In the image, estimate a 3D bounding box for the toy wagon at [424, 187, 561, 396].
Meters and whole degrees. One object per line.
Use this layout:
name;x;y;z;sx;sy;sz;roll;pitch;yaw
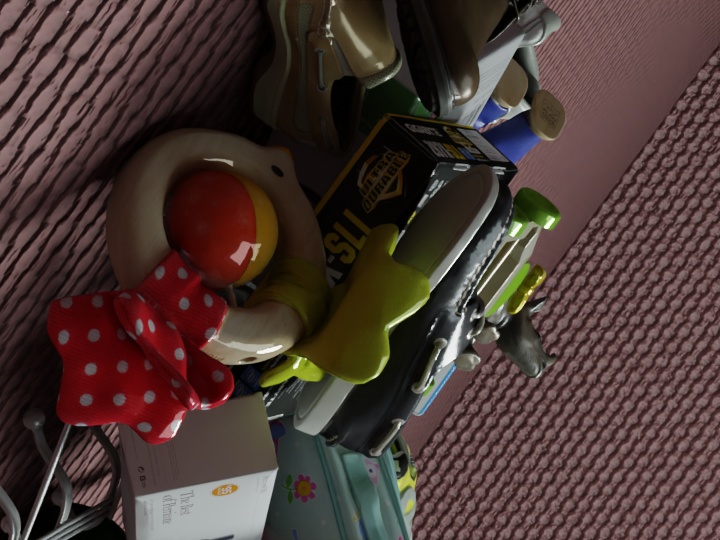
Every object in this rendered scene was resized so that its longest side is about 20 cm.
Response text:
toy wagon;0.066;0.014;1.092;0.155;0.040;0.200;-54;165;18

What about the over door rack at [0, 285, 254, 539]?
over door rack;-0.158;0.082;0.996;0.200;0.066;0.148;-56;171;16

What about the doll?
doll;0.056;-0.077;1.238;0.200;0.136;0.049;-28;-145;41

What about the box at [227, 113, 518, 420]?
box;0.000;0.000;1.039;0.200;0.049;0.160;-53;166;15

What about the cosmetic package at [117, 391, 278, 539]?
cosmetic package;-0.098;0.134;1.003;0.082;0.051;0.200;-12;158;-12

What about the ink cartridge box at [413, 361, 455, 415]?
ink cartridge box;0.055;0.004;1.439;0.145;0.083;0.200;-57;-169;21

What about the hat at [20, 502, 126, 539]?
hat;-0.191;0.166;1.179;0.200;0.165;0.177;-40;-140;54

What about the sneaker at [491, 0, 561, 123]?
sneaker;0.081;-0.128;1.253;0.078;0.099;0.200;-41;164;-46

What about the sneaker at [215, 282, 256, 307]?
sneaker;-0.090;0.056;1.189;0.116;0.073;0.200;-59;169;14

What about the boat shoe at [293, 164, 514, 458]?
boat shoe;0.035;0.029;0.955;0.200;0.060;0.074;-55;-163;26

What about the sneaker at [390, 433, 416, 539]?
sneaker;0.009;0.141;1.237;0.200;0.075;0.077;-130;-127;-72

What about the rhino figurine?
rhino figurine;0.081;0.025;1.279;0.060;0.199;0.088;-37;-141;33

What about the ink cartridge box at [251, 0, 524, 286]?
ink cartridge box;0.004;-0.082;1.113;0.146;0.084;0.200;-36;161;-51

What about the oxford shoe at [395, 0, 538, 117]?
oxford shoe;0.061;-0.156;0.918;0.201;0.084;0.073;-84;167;-47

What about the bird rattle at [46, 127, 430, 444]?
bird rattle;-0.077;0.005;0.887;0.199;0.164;0.113;-5;158;-32

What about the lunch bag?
lunch bag;-0.033;0.196;1.119;0.160;0.201;0.077;-29;159;36

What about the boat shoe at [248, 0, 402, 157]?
boat shoe;-0.008;-0.133;0.926;0.072;0.076;0.200;-46;166;-25
